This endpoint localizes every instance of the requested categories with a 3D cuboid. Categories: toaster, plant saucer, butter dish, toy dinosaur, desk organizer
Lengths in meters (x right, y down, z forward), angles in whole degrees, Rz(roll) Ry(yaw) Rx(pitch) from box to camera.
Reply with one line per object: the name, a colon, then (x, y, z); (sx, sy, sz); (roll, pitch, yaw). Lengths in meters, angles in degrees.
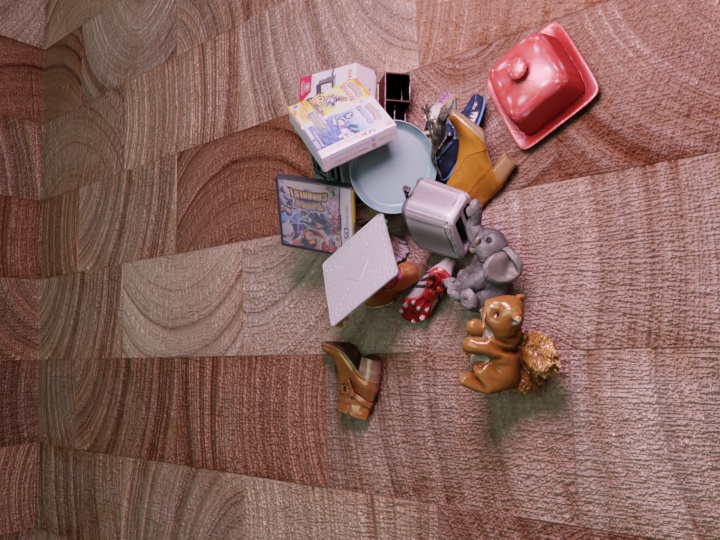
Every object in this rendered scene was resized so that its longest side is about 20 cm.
toaster: (-0.036, -0.276, 1.529); (0.180, 0.117, 0.204); (38, 144, 51)
toaster: (0.175, -0.114, 1.380); (0.127, 0.201, 0.115); (21, 67, 33)
plant saucer: (0.072, -0.231, 1.434); (0.195, 0.027, 0.206); (0, 98, -1)
butter dish: (0.340, -0.386, 1.291); (0.199, 0.146, 0.203); (-36, 66, 31)
toy dinosaur: (0.160, -0.296, 1.360); (0.046, 0.202, 0.090); (-12, 56, -7)
desk organizer: (0.080, -0.361, 1.528); (0.077, 0.070, 0.205); (160, 112, -79)

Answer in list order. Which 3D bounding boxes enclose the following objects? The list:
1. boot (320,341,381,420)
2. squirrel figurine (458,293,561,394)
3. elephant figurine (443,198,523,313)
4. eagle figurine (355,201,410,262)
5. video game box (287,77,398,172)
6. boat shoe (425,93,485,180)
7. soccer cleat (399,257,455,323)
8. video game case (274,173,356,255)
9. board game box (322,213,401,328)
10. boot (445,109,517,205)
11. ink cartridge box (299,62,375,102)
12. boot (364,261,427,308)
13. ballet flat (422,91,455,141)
boot: (-0.034, 0.269, 1.600); (0.197, 0.076, 0.159); (18, 101, 31)
squirrel figurine: (0.301, 0.144, 1.266); (0.196, 0.142, 0.190); (21, 118, 13)
elephant figurine: (0.268, -0.019, 1.317); (0.141, 0.153, 0.203); (43, 115, 40)
eagle figurine: (0.015, -0.111, 1.550); (0.198, 0.151, 0.153); (20, 78, 43)
video game box: (-0.041, -0.320, 1.391); (0.179, 0.047, 0.201); (-24, 53, -12)
boat shoe: (0.208, -0.300, 1.423); (0.084, 0.067, 0.203); (-102, 37, -73)
soccer cleat: (0.155, 0.047, 1.463); (0.068, 0.085, 0.201); (36, 136, 5)
video game case: (-0.104, -0.127, 1.511); (0.195, 0.026, 0.184); (11, 124, 19)
board game box: (0.000, 0.000, 1.421); (0.199, 0.026, 0.202); (-40, 38, 24)
boot: (0.222, -0.233, 1.375); (0.200, 0.071, 0.144); (40, 117, -6)
ink cartridge box: (-0.062, -0.439, 1.662); (0.197, 0.083, 0.149); (-1, 86, 39)
boot: (0.046, 0.034, 1.487); (0.199, 0.153, 0.075); (-34, 74, 32)
ballet flat: (0.164, -0.316, 1.477); (0.068, 0.070, 0.204); (26, 102, 38)
